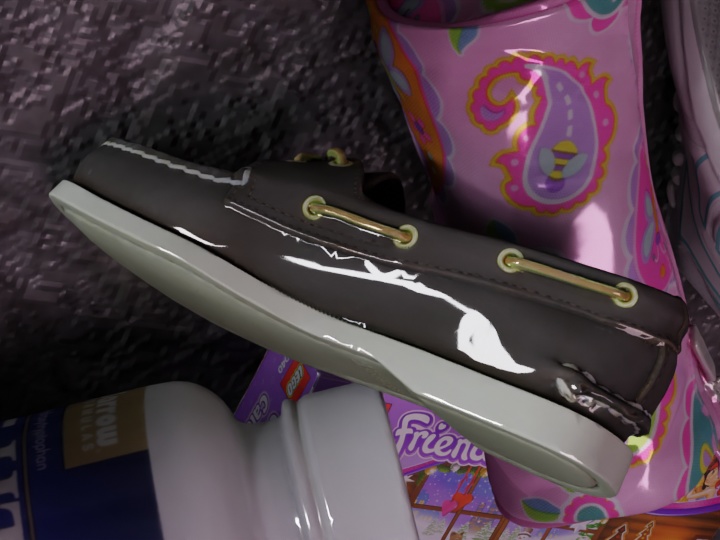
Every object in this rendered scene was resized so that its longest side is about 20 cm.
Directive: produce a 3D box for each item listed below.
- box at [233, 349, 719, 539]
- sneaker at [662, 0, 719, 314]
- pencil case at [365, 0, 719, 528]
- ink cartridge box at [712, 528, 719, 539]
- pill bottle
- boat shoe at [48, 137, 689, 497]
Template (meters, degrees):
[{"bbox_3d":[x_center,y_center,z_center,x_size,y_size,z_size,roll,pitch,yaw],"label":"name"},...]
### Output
[{"bbox_3d":[0.033,0.095,0.877,0.200,0.039,0.137,12,119,-31],"label":"box"},{"bbox_3d":[0.129,-0.030,0.794,0.070,0.080,0.200,-32,115,-27],"label":"sneaker"},{"bbox_3d":[0.062,-0.013,0.756,0.087,0.087,0.200,-21,119,-9],"label":"pencil case"},{"bbox_3d":[0.246,0.128,0.898,0.144,0.200,0.085,-1,122,-25],"label":"ink cartridge box"},{"bbox_3d":[-0.080,0.100,0.751,0.200,0.120,0.120,-14,131,0],"label":"pill bottle"},{"bbox_3d":[0.000,0.000,0.709,0.061,0.201,0.072,-61,156,-10],"label":"boat shoe"}]
